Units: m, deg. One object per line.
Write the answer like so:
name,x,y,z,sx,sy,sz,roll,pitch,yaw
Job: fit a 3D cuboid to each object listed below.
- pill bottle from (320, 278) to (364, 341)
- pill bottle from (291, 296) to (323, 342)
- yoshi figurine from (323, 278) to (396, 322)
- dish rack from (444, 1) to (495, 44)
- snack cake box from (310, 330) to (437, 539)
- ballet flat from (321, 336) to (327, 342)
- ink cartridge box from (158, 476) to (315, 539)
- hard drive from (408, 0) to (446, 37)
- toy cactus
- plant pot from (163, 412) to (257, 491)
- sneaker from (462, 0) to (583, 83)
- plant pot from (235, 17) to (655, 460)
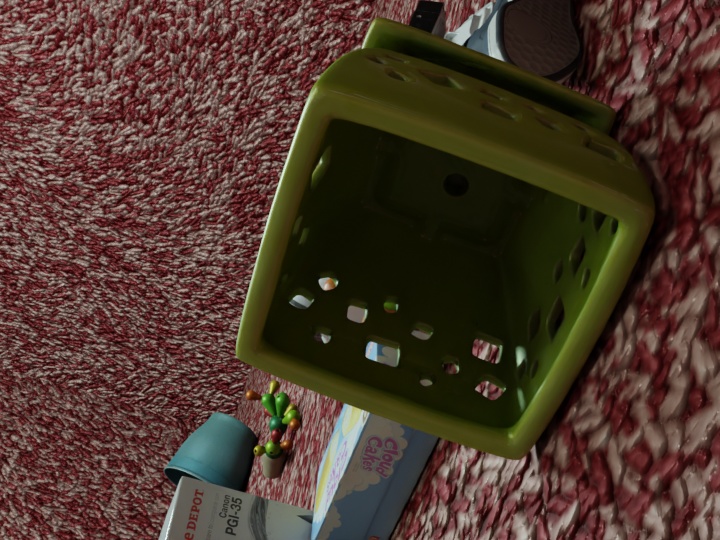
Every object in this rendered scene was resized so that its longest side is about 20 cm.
pill bottle,0.000,0.000,1.267,0.201,0.111,0.112,-84,13,-51
pill bottle,-0.082,0.069,1.715,0.114,0.113,0.201,-90,19,-66
yoshi figurine,0.039,-0.032,1.085,0.201,0.112,0.112,-58,33,21
dish rack,0.110,-0.207,1.165,0.200,0.043,0.173,-152,78,-82
snack cake box,0.014,0.162,0.980,0.115,0.067,0.201,-83,12,-56
ballet flat,-0.029,0.050,1.534,0.071,0.065,0.201,94,-170,-73
ink cartridge box,-0.096,0.292,0.995,0.147,0.199,0.083,-86,15,-59
hard drive,0.065,-0.211,1.273,0.140,0.038,0.201,85,-161,-45
toy cactus,-0.161,0.302,1.938,0.200,0.101,0.166,-114,31,-66
plant pot,-0.357,0.468,2.654,0.189,0.199,0.200,-60,0,-29
sneaker,0.110,-0.152,0.859,0.146,0.077,0.203,-55,7,34
plant pot,0.052,-0.033,0.671,0.182,0.198,0.201,-73,3,-57
